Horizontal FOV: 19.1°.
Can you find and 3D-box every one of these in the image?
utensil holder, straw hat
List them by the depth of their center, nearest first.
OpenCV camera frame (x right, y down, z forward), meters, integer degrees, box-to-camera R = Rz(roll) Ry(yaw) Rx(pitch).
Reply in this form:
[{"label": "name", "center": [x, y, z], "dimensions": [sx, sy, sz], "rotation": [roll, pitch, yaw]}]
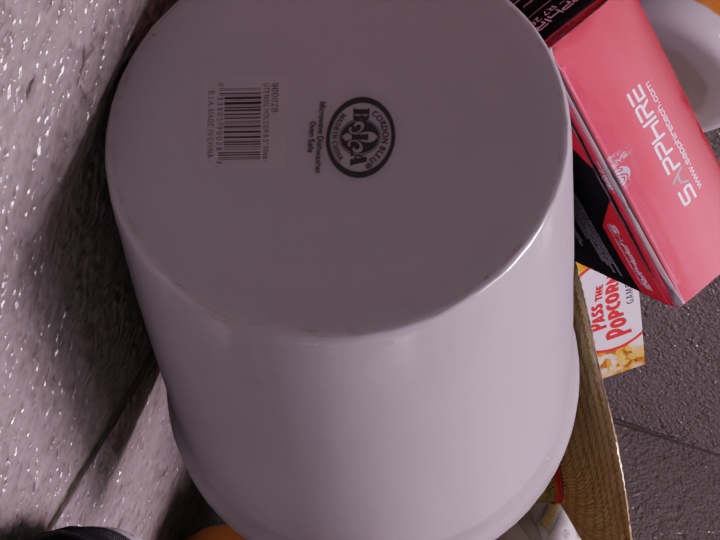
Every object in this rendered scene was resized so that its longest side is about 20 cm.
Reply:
[{"label": "utensil holder", "center": [0.000, 0.000, 0.792], "dimensions": [0.200, 0.169, 0.170], "rotation": [84, 25, -62]}, {"label": "straw hat", "center": [0.059, 0.061, 0.963], "dimensions": [0.201, 0.085, 0.202], "rotation": [168, -90, -89]}]

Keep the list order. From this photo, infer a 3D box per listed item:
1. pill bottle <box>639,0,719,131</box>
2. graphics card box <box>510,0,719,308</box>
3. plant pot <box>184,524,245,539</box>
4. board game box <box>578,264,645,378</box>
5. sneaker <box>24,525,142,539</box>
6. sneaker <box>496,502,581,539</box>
[{"label": "pill bottle", "center": [0.158, -0.175, 1.021], "dimensions": [0.112, 0.112, 0.200], "rotation": [84, 25, -64]}, {"label": "graphics card box", "center": [0.062, -0.069, 0.863], "dimensions": [0.051, 0.200, 0.126], "rotation": [-40, 119, -13]}, {"label": "plant pot", "center": [-0.027, 0.216, 0.977], "dimensions": [0.200, 0.199, 0.184], "rotation": [71, 21, -72]}, {"label": "board game box", "center": [0.105, -0.058, 1.216], "dimensions": [0.152, 0.046, 0.200], "rotation": [-122, -163, -52]}, {"label": "sneaker", "center": [-0.123, 0.184, 0.731], "dimensions": [0.112, 0.073, 0.201], "rotation": [39, 60, -75]}, {"label": "sneaker", "center": [0.081, 0.134, 1.042], "dimensions": [0.200, 0.080, 0.077], "rotation": [-93, -177, -59]}]
